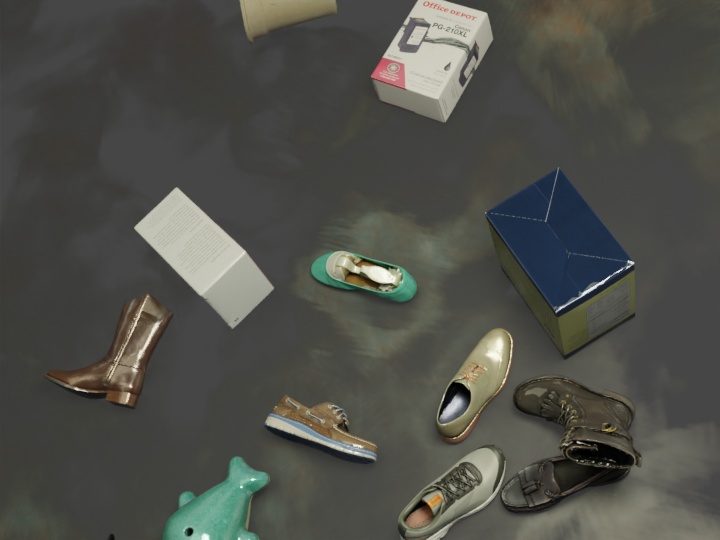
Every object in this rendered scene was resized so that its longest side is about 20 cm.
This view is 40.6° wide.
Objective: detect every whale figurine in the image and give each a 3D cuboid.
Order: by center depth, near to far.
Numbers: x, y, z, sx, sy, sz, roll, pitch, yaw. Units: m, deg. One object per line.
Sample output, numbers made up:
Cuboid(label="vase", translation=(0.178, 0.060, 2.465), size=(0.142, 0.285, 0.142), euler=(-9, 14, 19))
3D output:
Cuboid(label="whale figurine", translation=(-0.226, 0.383, 1.511), size=(0.159, 0.104, 0.200), euler=(27, 75, 26))

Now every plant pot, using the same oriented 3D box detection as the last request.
Cuboid(label="plant pot", translation=(-0.142, -0.557, 1.907), size=(0.183, 0.201, 0.201), euler=(-7, 63, 0))

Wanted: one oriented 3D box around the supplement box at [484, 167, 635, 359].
Cuboid(label="supplement box", translation=(0.308, -0.007, 1.488), size=(0.134, 0.200, 0.200), euler=(-31, 61, 0))

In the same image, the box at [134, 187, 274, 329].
Cuboid(label="box", translation=(-0.270, -0.021, 1.691), size=(0.106, 0.152, 0.200), euler=(-45, 62, -9))

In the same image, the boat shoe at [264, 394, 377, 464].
Cuboid(label="boat shoe", translation=(-0.057, 0.247, 1.547), size=(0.199, 0.072, 0.073), euler=(16, 69, 22))

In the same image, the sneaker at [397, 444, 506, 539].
Cuboid(label="sneaker", translation=(0.137, 0.334, 1.445), size=(0.200, 0.079, 0.074), euler=(-41, 59, -7))

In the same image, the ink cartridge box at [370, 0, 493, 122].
Cuboid(label="ink cartridge box", translation=(0.134, -0.392, 1.791), size=(0.144, 0.084, 0.201), euler=(23, 73, 24))

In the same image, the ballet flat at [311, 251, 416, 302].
Cuboid(label="ballet flat", translation=(0.000, 0.000, 1.650), size=(0.199, 0.070, 0.068), euler=(15, 70, 22))

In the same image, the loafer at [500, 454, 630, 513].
Cuboid(label="loafer", translation=(0.296, 0.298, 1.424), size=(0.199, 0.063, 0.072), euler=(-20, 62, 6))

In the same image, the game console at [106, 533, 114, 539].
Cuboid(label="game console", translation=(-0.446, 0.518, 1.504), size=(0.175, 0.116, 0.201), euler=(-5, 63, 14))

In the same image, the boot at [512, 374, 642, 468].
Cuboid(label="boot", translation=(0.306, 0.219, 1.397), size=(0.199, 0.174, 0.070), euler=(7, 108, 17))

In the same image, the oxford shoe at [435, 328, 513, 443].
Cuboid(label="oxford shoe", translation=(0.179, 0.172, 1.512), size=(0.071, 0.074, 0.201), euler=(21, 73, 24))

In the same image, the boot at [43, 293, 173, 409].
Cuboid(label="boot", translation=(-0.442, 0.128, 1.720), size=(0.186, 0.064, 0.201), euler=(14, 72, 8))
